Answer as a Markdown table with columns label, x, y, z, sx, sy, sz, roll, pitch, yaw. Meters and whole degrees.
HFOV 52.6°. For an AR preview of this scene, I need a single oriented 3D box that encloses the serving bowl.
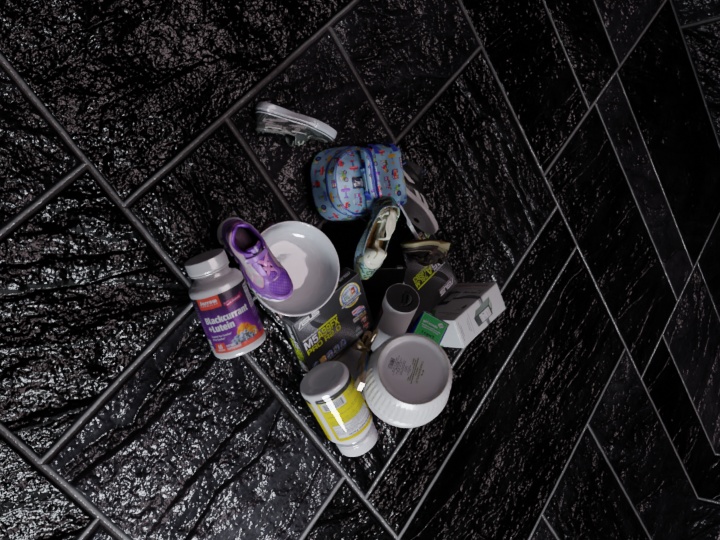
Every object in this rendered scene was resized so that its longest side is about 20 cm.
| label | x | y | z | sx | sy | sz | roll | pitch | yaw |
| --- | --- | --- | --- | --- | --- | --- | --- | --- | --- |
| serving bowl | -0.148 | -0.001 | 1.537 | 0.200 | 0.066 | 0.200 | 3 | 82 | -21 |

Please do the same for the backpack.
| label | x | y | z | sx | sy | sz | roll | pitch | yaw |
| --- | --- | --- | --- | --- | --- | --- | --- | --- | --- |
| backpack | -0.011 | -0.202 | 1.661 | 0.200 | 0.134 | 0.183 | -11 | 98 | -41 |

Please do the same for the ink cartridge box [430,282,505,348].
| label | x | y | z | sx | sy | sz | roll | pitch | yaw |
| --- | --- | --- | --- | --- | --- | --- | --- | --- | --- |
| ink cartridge box | 0.259 | 0.112 | 1.897 | 0.200 | 0.146 | 0.084 | -36 | 112 | -37 |

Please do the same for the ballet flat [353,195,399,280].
| label | x | y | z | sx | sy | sz | roll | pitch | yaw |
| --- | --- | --- | --- | --- | --- | --- | --- | --- | --- |
| ballet flat | 0.037 | -0.066 | 1.608 | 0.074 | 0.074 | 0.200 | 3 | 108 | -42 |

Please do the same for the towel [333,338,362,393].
| label | x | y | z | sx | sy | sz | roll | pitch | yaw |
| --- | --- | --- | --- | --- | --- | --- | --- | --- | --- |
| towel | -0.037 | 0.263 | 1.702 | 0.200 | 0.034 | 0.133 | -43 | 118 | -34 |

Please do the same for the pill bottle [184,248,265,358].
| label | x | y | z | sx | sy | sz | roll | pitch | yaw |
| --- | --- | --- | --- | --- | --- | --- | --- | --- | --- |
| pill bottle | -0.271 | 0.063 | 1.438 | 0.111 | 0.111 | 0.200 | -33 | 111 | -37 |

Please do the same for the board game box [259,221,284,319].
| label | x | y | z | sx | sy | sz | roll | pitch | yaw |
| --- | --- | --- | --- | --- | --- | --- | --- | --- | --- |
| board game box | -0.178 | 0.005 | 1.584 | 0.103 | 0.019 | 0.200 | -44 | 117 | -31 |

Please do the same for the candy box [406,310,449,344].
| label | x | y | z | sx | sy | sz | roll | pitch | yaw |
| --- | --- | --- | --- | --- | --- | --- | --- | --- | --- |
| candy box | 0.119 | 0.217 | 1.745 | 0.077 | 0.169 | 0.200 | 28 | 65 | -1 |

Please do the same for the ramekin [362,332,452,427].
| label | x | y | z | sx | sy | sz | roll | pitch | yaw |
| --- | --- | --- | --- | --- | --- | --- | --- | --- | --- |
| ramekin | 0.106 | 0.232 | 1.583 | 0.200 | 0.105 | 0.200 | 3 | 64 | -6 |

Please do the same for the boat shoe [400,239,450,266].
| label | x | y | z | sx | sy | sz | roll | pitch | yaw |
| --- | --- | --- | --- | --- | --- | --- | --- | --- | --- |
| boat shoe | 0.164 | -0.043 | 1.783 | 0.200 | 0.073 | 0.065 | -1 | 92 | -55 |

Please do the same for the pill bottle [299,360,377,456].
| label | x | y | z | sx | sy | sz | roll | pitch | yaw |
| --- | --- | --- | --- | --- | --- | --- | --- | --- | --- |
| pill bottle | -0.042 | 0.306 | 1.597 | 0.114 | 0.114 | 0.200 | -46 | 124 | -32 |

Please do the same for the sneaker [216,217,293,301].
| label | x | y | z | sx | sy | sz | roll | pitch | yaw |
| --- | --- | --- | --- | --- | --- | --- | --- | --- | --- |
| sneaker | -0.203 | -0.023 | 1.438 | 0.080 | 0.088 | 0.200 | -41 | 99 | -21 |

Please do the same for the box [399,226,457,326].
| label | x | y | z | sx | sy | sz | roll | pitch | yaw |
| --- | --- | --- | --- | --- | --- | --- | --- | --- | --- |
| box | 0.145 | 0.010 | 1.859 | 0.200 | 0.047 | 0.193 | -42 | 113 | -34 |

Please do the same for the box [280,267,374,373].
| label | x | y | z | sx | sy | sz | roll | pitch | yaw |
| --- | --- | --- | --- | --- | --- | --- | --- | --- | --- |
| box | -0.069 | 0.114 | 1.620 | 0.200 | 0.044 | 0.160 | -38 | 133 | -26 |

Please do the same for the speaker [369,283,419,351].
| label | x | y | z | sx | sy | sz | roll | pitch | yaw |
| --- | --- | --- | --- | --- | --- | --- | --- | --- | --- |
| speaker | 0.075 | 0.116 | 1.693 | 0.081 | 0.200 | 0.081 | 7 | 54 | -10 |

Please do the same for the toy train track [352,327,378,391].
| label | x | y | z | sx | sy | sz | roll | pitch | yaw |
| --- | --- | --- | --- | --- | --- | --- | --- | --- | --- |
| toy train track | 0.000 | 0.192 | 1.604 | 0.033 | 0.115 | 0.200 | 23 | 27 | -7 |

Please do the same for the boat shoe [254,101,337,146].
| label | x | y | z | sx | sy | sz | roll | pitch | yaw |
| --- | --- | --- | --- | --- | --- | --- | --- | --- | --- |
| boat shoe | -0.146 | -0.305 | 1.591 | 0.200 | 0.072 | 0.071 | 13 | 90 | -31 |

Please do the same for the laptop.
| label | x | y | z | sx | sy | sz | roll | pitch | yaw |
| --- | --- | --- | --- | --- | --- | --- | --- | --- | --- |
| laptop | 0.000 | 0.000 | 1.723 | 0.187 | 0.116 | 0.200 | -3 | 63 | -28 |

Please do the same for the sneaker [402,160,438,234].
| label | x | y | z | sx | sy | sz | roll | pitch | yaw |
| --- | --- | --- | --- | --- | --- | --- | --- | --- | --- |
| sneaker | 0.147 | -0.196 | 1.824 | 0.200 | 0.073 | 0.112 | 48 | 57 | -15 |

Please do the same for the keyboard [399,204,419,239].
| label | x | y | z | sx | sy | sz | roll | pitch | yaw |
| --- | --- | --- | --- | --- | --- | --- | --- | --- | --- |
| keyboard | 0.118 | -0.114 | 1.735 | 0.200 | 0.011 | 0.056 | 36 | 30 | -79 |
